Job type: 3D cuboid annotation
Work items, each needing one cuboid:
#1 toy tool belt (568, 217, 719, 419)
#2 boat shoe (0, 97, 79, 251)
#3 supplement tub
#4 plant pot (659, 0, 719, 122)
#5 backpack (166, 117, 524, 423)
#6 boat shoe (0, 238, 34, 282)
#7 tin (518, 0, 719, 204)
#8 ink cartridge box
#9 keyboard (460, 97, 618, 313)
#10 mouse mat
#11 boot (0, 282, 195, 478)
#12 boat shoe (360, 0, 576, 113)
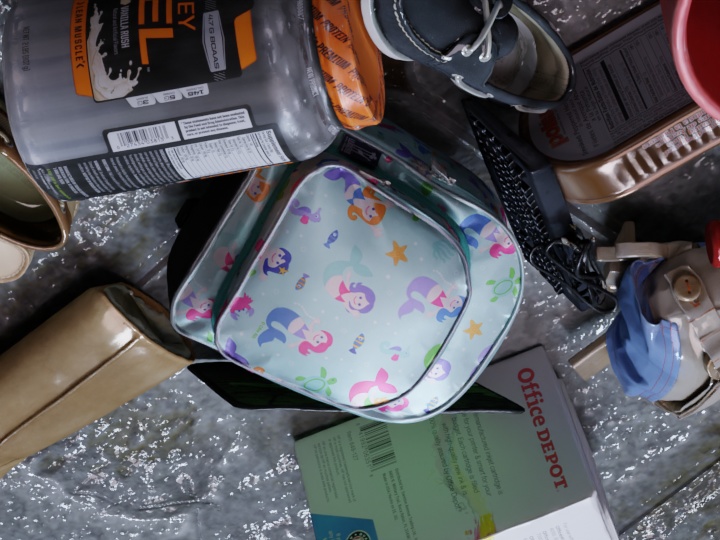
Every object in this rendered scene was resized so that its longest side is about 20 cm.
[{"bbox_3d":[0.206,0.023,1.508,0.123,0.125,0.200,-7,153,-3],"label":"toy tool belt"},{"bbox_3d":[-0.243,-0.075,1.327,0.200,0.074,0.076,30,120,-36],"label":"boat shoe"},{"bbox_3d":[-0.093,-0.113,1.274,0.199,0.123,0.123,-10,136,10],"label":"supplement tub"},{"bbox_3d":[0.246,-0.205,1.262,0.200,0.178,0.201,-7,134,-8],"label":"plant pot"},{"bbox_3d":[0.000,0.000,1.383,0.200,0.151,0.178,27,106,-21],"label":"backpack"},{"bbox_3d":[-0.295,-0.013,1.377,0.199,0.069,0.074,8,131,-22],"label":"boat shoe"},{"bbox_3d":[0.189,-0.117,1.379,0.200,0.112,0.042,-30,128,13],"label":"tin"},{"bbox_3d":[0.078,0.181,1.613,0.200,0.147,0.145,-21,135,6],"label":"ink cartridge box"},{"bbox_3d":[0.107,-0.025,1.421,0.040,0.104,0.200,-44,150,-8],"label":"keyboard"},{"bbox_3d":[-0.006,0.078,1.501,0.199,0.161,0.008,3,97,-18],"label":"mouse mat"},{"bbox_3d":[-0.238,0.067,1.479,0.200,0.066,0.175,-33,145,18],"label":"boot"},{"bbox_3d":[0.068,-0.143,1.310,0.200,0.060,0.076,15,94,-60],"label":"boat shoe"}]
